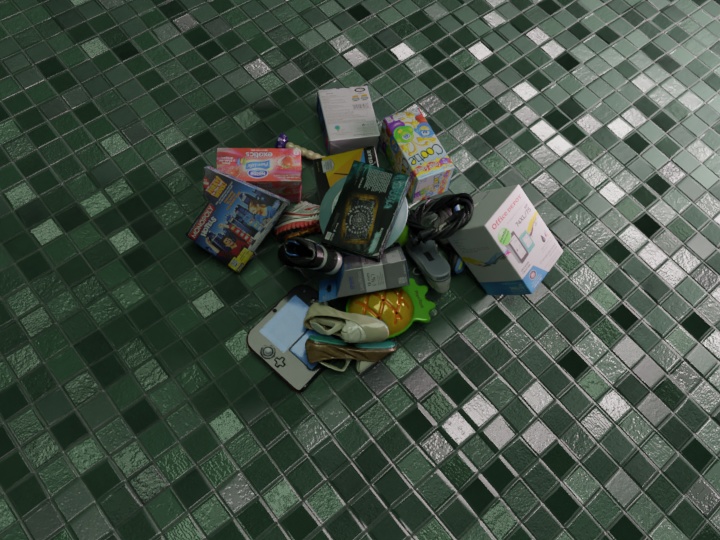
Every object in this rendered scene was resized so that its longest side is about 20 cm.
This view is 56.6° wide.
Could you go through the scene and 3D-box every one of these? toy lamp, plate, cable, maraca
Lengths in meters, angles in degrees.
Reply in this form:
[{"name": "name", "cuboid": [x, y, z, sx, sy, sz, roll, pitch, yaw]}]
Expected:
[{"name": "toy lamp", "cuboid": [-0.115, -0.284, 1.677, 0.200, 0.058, 0.058, 21, 63, 7]}, {"name": "plate", "cuboid": [0.004, -0.130, 1.465, 0.200, 0.026, 0.201, -3, 72, 10]}, {"name": "cable", "cuboid": [0.182, -0.132, 1.526, 0.163, 0.051, 0.200, -27, 22, 21]}, {"name": "maraca", "cuboid": [0.066, 0.083, 1.480, 0.200, 0.107, 0.137, -15, 65, -13]}]

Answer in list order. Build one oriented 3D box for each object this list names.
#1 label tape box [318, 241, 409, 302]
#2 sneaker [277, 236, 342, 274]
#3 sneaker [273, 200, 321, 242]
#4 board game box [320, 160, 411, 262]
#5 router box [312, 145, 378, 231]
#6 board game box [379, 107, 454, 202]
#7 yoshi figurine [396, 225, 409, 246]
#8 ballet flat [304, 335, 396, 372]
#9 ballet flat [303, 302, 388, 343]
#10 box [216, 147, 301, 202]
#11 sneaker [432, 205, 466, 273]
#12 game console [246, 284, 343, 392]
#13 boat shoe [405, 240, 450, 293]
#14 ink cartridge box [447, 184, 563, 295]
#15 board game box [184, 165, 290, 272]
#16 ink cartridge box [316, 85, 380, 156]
[{"name": "label tape box", "cuboid": [0.000, 0.000, 1.476, 0.200, 0.144, 0.063, -11, 108, 0]}, {"name": "sneaker", "cuboid": [-0.142, -0.046, 1.472, 0.200, 0.112, 0.073, 10, 81, 45]}, {"name": "sneaker", "cuboid": [-0.113, -0.136, 1.590, 0.200, 0.078, 0.082, -15, 64, -13]}, {"name": "board game box", "cuboid": [0.013, -0.128, 1.434, 0.135, 0.028, 0.200, 19, 77, 15]}, {"name": "router box", "cuboid": [-0.020, -0.173, 1.527, 0.149, 0.051, 0.200, -13, 69, 5]}, {"name": "board game box", "cuboid": [0.137, -0.290, 1.678, 0.103, 0.105, 0.200, -21, 66, -15]}, {"name": "yoshi figurine", "cuboid": [0.060, -0.125, 1.588, 0.112, 0.112, 0.200, -12, 70, -21]}, {"name": "ballet flat", "cuboid": [-0.023, 0.182, 1.440, 0.200, 0.068, 0.073, 5, 101, -16]}, {"name": "ballet flat", "cuboid": [-0.037, 0.121, 1.416, 0.200, 0.070, 0.070, 13, 59, 31]}, {"name": "box", "cuboid": [-0.243, -0.227, 1.609, 0.200, 0.103, 0.095, 0, 64, -7]}, {"name": "sneaker", "cuboid": [0.211, -0.080, 1.609, 0.083, 0.071, 0.200, -12, 65, 9]}, {"name": "game console", "cuboid": [-0.131, 0.143, 1.473, 0.177, 0.031, 0.200, 39, 66, 14]}, {"name": "boat shoe", "cuboid": [0.161, -0.014, 1.562, 0.074, 0.086, 0.202, -19, 38, -10]}, {"name": "ink cartridge box", "cuboid": [0.322, -0.065, 1.514, 0.147, 0.146, 0.200, -48, 111, -24]}, {"name": "board game box", "cuboid": [-0.297, -0.135, 1.520, 0.200, 0.062, 0.200, 37, 96, -9]}, {"name": "ink cartridge box", "cuboid": [-0.035, -0.399, 1.731, 0.136, 0.076, 0.200, -8, 66, -11]}]
